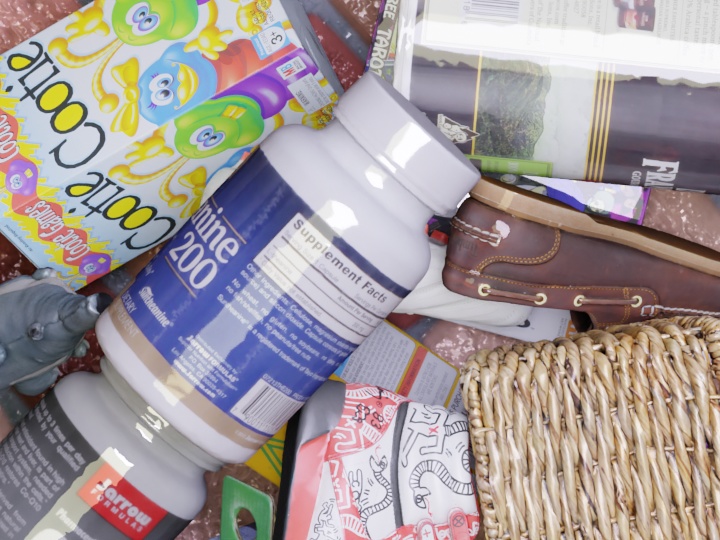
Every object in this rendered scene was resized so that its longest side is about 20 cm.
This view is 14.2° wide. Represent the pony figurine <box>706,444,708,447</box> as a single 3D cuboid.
[{"bbox_3d":[0.223,0.157,1.636,0.193,0.167,0.200,-8,94,23],"label":"pony figurine"}]

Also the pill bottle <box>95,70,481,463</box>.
[{"bbox_3d":[-0.035,-0.005,1.504,0.111,0.111,0.200,44,97,1],"label":"pill bottle"}]

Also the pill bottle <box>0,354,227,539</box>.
[{"bbox_3d":[-0.163,0.132,1.678,0.114,0.114,0.200,44,97,1],"label":"pill bottle"}]

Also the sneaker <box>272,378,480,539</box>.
[{"bbox_3d":[0.005,0.162,1.537,0.108,0.067,0.202,11,76,-9],"label":"sneaker"}]

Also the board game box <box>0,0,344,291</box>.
[{"bbox_3d":[-0.120,-0.092,1.647,0.200,0.103,0.105,-30,59,6],"label":"board game box"}]

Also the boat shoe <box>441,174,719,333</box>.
[{"bbox_3d":[0.132,0.002,1.616,0.200,0.070,0.070,15,96,-28],"label":"boat shoe"}]

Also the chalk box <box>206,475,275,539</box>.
[{"bbox_3d":[-0.055,0.218,1.631,0.124,0.125,0.200,-20,108,-23],"label":"chalk box"}]

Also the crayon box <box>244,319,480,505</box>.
[{"bbox_3d":[-0.017,0.073,1.641,0.200,0.126,0.052,35,127,-6],"label":"crayon box"}]

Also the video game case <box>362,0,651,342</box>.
[{"bbox_3d":[0.081,-0.064,1.683,0.181,0.036,0.200,15,95,2],"label":"video game case"}]

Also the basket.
[{"bbox_3d":[0.145,0.130,1.567,0.149,0.143,0.200,-10,88,8],"label":"basket"}]

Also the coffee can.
[{"bbox_3d":[0.122,-0.121,1.585,0.200,0.146,0.147,6,94,4],"label":"coffee can"}]

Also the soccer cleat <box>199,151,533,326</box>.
[{"bbox_3d":[0.000,0.000,1.629,0.200,0.069,0.078,22,89,-12],"label":"soccer cleat"}]

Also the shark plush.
[{"bbox_3d":[-0.190,0.049,1.617,0.200,0.083,0.091,-2,118,47],"label":"shark plush"}]
